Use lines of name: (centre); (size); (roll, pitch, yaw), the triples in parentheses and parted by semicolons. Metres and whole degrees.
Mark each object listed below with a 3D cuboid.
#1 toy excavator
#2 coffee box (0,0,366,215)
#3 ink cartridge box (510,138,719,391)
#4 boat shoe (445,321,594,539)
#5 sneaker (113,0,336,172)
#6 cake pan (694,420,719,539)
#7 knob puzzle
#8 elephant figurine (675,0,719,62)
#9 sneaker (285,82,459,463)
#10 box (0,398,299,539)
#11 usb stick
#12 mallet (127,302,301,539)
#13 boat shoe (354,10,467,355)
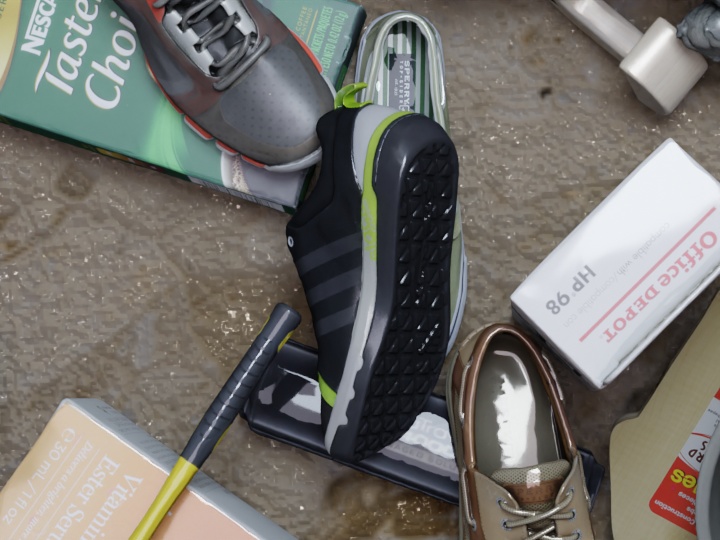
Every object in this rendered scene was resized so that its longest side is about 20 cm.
toy excavator: (0.082, -0.181, 1.332); (0.100, 0.200, 0.194); (-51, 44, 0)
coffee box: (-0.110, -0.117, 1.359); (0.200, 0.044, 0.123); (19, 88, 4)
ink cartridge box: (0.139, -0.001, 1.262); (0.116, 0.200, 0.067); (-45, 85, 0)
boat shoe: (0.084, 0.121, 1.285); (0.076, 0.072, 0.200); (-13, 75, -4)
sneaker: (-0.089, -0.133, 1.295); (0.077, 0.082, 0.200); (-43, 85, -2)
cake pan: (0.271, 0.119, 1.261); (0.200, 0.037, 0.200); (2, 104, 8)
knob puzzle: (0.222, 0.127, 1.315); (0.219, 0.030, 0.220); (3, 109, 10)
elephant figurine: (0.169, -0.200, 1.236); (0.200, 0.155, 0.142); (33, 89, -28)
sneaker: (0.000, 0.000, 1.299); (0.083, 0.072, 0.200); (22, 112, 34)
box: (-0.111, 0.184, 1.312); (0.200, 0.106, 0.152); (34, 89, 5)
usb stick: (0.033, 0.092, 1.347); (0.200, 0.033, 0.055); (20, 80, 4)
mallet: (-0.090, 0.102, 1.229); (0.041, 0.066, 0.200); (32, 89, 6)
boat shoe: (0.019, -0.043, 1.339); (0.072, 0.062, 0.200); (-4, 88, 3)
